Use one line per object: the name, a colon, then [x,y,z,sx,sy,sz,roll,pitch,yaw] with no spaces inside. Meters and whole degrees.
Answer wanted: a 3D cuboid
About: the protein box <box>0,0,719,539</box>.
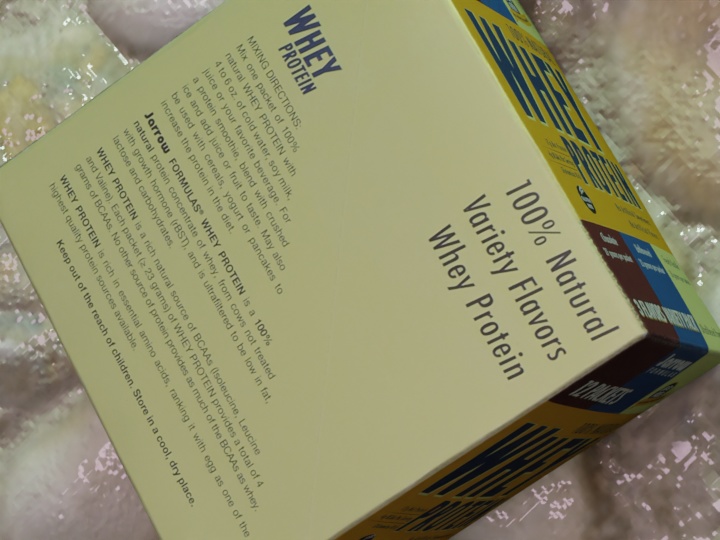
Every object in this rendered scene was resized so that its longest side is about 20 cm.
protein box: [0.000,0.000,0.886,0.199,0.135,0.199,-34,73,16]
